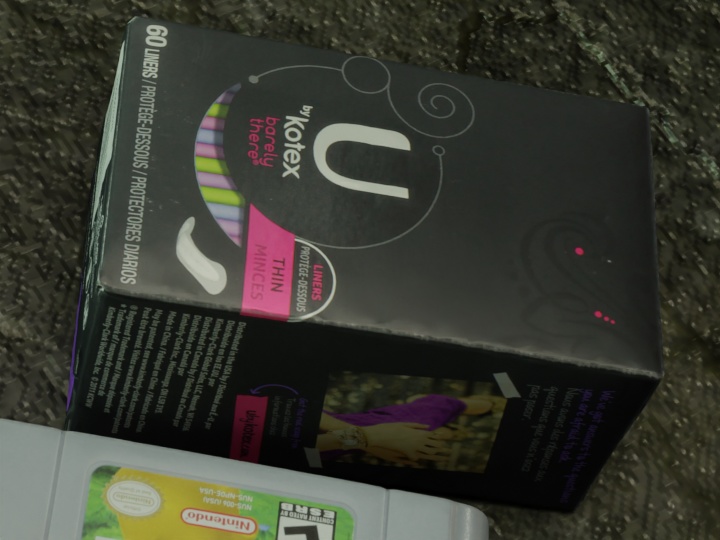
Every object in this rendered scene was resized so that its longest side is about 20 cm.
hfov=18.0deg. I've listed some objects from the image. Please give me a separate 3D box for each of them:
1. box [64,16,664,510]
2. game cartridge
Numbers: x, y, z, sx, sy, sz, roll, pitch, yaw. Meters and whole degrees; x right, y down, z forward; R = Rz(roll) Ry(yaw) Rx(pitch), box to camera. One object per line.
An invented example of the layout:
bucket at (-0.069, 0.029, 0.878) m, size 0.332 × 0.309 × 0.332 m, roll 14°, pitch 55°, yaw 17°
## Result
box at (0.000, 0.000, 0.829) m, size 0.198 × 0.106 × 0.123 m, roll 9°, pitch 55°, yaw -10°
game cartridge at (-0.054, 0.127, 0.772) m, size 0.198 × 0.041 × 0.134 m, roll 10°, pitch 58°, yaw -8°
